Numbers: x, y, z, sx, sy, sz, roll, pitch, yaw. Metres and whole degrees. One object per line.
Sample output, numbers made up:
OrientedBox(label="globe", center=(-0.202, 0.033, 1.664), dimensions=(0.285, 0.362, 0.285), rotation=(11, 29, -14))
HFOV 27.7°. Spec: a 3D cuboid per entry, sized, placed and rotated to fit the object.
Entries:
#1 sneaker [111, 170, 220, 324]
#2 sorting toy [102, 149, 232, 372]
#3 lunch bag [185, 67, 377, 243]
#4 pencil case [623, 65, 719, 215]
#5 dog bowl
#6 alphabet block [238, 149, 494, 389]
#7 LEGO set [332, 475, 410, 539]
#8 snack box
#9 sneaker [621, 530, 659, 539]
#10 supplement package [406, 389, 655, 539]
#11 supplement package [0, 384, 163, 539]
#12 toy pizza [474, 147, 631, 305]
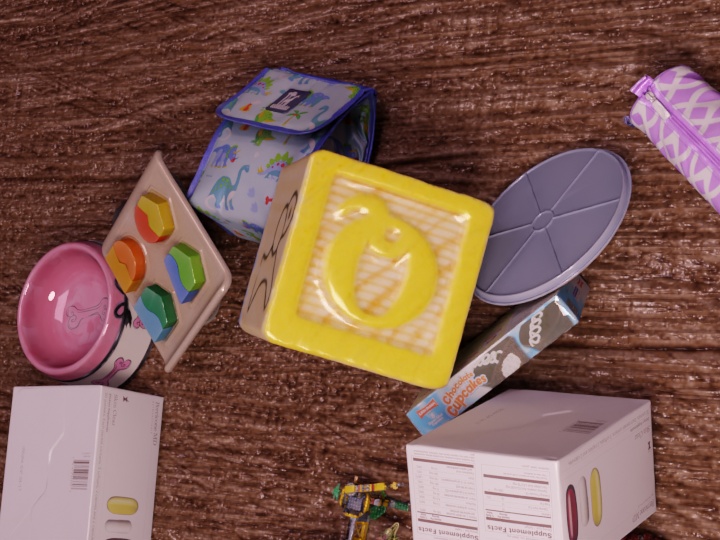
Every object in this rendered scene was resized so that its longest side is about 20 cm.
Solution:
OrientedBox(label="sneaker", center=(-0.236, -0.012, 1.787), dimensions=(0.106, 0.074, 0.202), rotation=(-35, 67, 44))
OrientedBox(label="sorting toy", center=(-0.234, -0.008, 1.698), dimensions=(0.185, 0.036, 0.201), rotation=(-51, 60, 43))
OrientedBox(label="lunch bag", center=(-0.083, -0.132, 1.672), dimensions=(0.169, 0.127, 0.201), rotation=(17, 77, 38))
OrientedBox(label="pencil case", center=(0.340, -0.113, 1.391), dimensions=(0.084, 0.085, 0.200), rotation=(-48, 58, 14))
OrientedBox(label="dog bowl", center=(-0.349, 0.053, 1.836), dimensions=(0.199, 0.074, 0.202), rotation=(-9, 73, 33))
OrientedBox(label="alphabet block", center=(0.000, 0.000, 1.485), dimensions=(0.200, 0.195, 0.197), rotation=(-175, 100, -79))
OrientedBox(label="LEGO set", center=(0.025, 0.292, 1.492), dimensions=(0.199, 0.116, 0.155), rotation=(20, 91, 36))
OrientedBox(label="snack box", center=(0.139, 0.081, 1.466), dimensions=(0.200, 0.116, 0.037), rotation=(-40, 92, 21))
OrientedBox(label="sneaker", center=(0.209, 0.301, 1.401), dimensions=(0.199, 0.078, 0.083), rotation=(-23, 81, 32))
OrientedBox(label="supplement package", center=(0.162, 0.192, 1.349), dimensions=(0.155, 0.199, 0.112), rotation=(2, 103, 34))
OrientedBox(label="supplement package", center=(-0.336, 0.245, 1.758), dimensions=(0.155, 0.111, 0.202), rotation=(-4, 78, 34))
OrientedBox(label="toy pizza", center=(0.191, -0.040, 1.469), dimensions=(0.199, 0.032, 0.201), rotation=(-32, 32, 23))
